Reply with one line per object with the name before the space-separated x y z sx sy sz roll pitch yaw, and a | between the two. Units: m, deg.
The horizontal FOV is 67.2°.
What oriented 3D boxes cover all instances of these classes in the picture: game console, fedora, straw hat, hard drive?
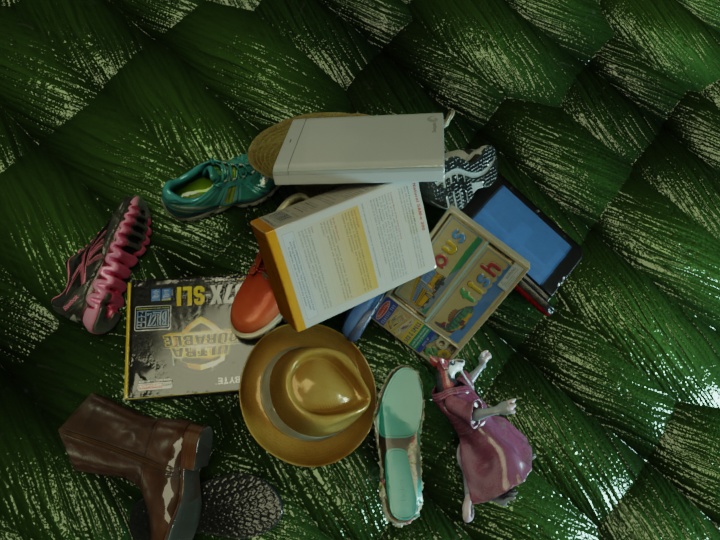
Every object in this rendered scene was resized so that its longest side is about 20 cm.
game console | 0.235 -0.050 0.804 0.200 0.172 0.119 43 101 7
fedora | -0.053 0.154 0.699 0.198 0.082 0.204 9 71 -26
straw hat | -0.048 -0.136 0.739 0.197 0.086 0.203 -4 42 4
hard drive | 0.003 -0.150 0.662 0.196 0.027 0.133 0 41 8

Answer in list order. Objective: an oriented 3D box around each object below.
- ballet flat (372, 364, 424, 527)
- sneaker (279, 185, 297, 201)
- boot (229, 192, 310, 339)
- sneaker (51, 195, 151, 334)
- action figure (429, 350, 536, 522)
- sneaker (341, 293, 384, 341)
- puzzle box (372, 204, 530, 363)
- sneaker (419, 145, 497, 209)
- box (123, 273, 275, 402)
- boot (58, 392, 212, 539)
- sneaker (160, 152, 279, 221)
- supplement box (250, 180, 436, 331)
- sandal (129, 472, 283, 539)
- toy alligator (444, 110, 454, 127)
ballet flat | 0.048 0.232 0.727 0.074 0.064 0.203 7 71 -6
sneaker | -0.034 -0.157 0.819 0.198 0.081 0.075 -29 79 -13
boot | -0.114 -0.008 0.701 0.074 0.107 0.202 28 77 15
sneaker | -0.363 -0.018 0.754 0.094 0.079 0.203 13 72 10
action figure | 0.146 0.201 0.733 0.148 0.134 0.201 -37 90 12
sneaker | 0.000 0.000 0.755 0.081 0.074 0.203 19 66 -5
puzzle box | 0.118 0.028 0.745 0.132 0.025 0.201 36 115 3
sneaker | 0.129 -0.133 0.786 0.199 0.079 0.075 -27 115 -50
box | -0.216 0.090 0.747 0.196 0.049 0.162 -3 73 -7
boot | -0.293 0.261 0.667 0.197 0.064 0.189 8 73 14
sneaker | -0.195 -0.131 0.795 0.198 0.080 0.078 -26 78 -13
supplement box | -0.017 -0.031 0.654 0.198 0.073 0.128 -23 113 -19
sandal | -0.193 0.303 0.695 0.197 0.048 0.077 -7 73 6
toy alligator | 0.087 -0.181 0.848 0.054 0.059 0.202 27 73 -4
